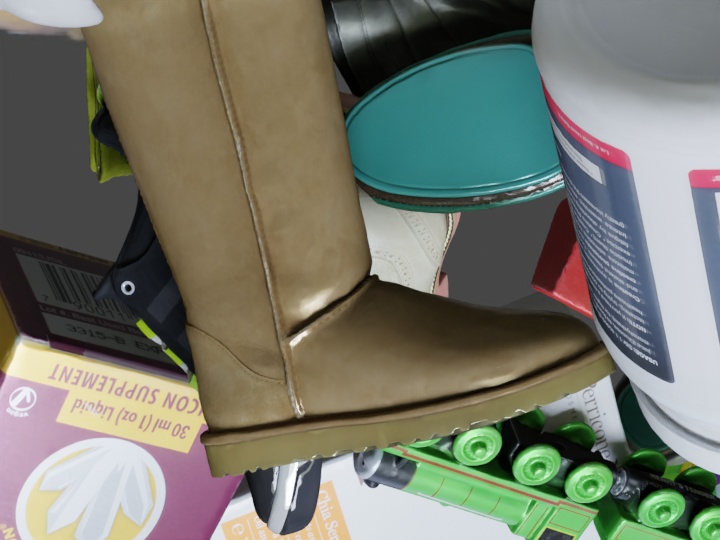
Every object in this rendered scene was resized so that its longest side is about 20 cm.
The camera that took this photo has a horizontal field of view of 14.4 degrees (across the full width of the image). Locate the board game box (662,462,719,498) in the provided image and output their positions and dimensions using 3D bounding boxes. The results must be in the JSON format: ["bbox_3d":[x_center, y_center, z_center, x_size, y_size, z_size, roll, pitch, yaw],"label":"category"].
[{"bbox_3d":[0.183,0.164,1.458,0.105,0.103,0.200,19,127,-33],"label":"board game box"}]

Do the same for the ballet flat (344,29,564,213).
[{"bbox_3d":[0.090,-0.068,1.126,0.199,0.068,0.070,-20,170,15],"label":"ballet flat"}]

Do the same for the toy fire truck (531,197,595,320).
[{"bbox_3d":[0.156,-0.067,1.201,0.049,0.141,0.201,27,85,-19],"label":"toy fire truck"}]

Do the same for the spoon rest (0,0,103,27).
[{"bbox_3d":[-0.153,-0.164,1.016,0.061,0.099,0.200,-40,123,2],"label":"spoon rest"}]

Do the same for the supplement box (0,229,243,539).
[{"bbox_3d":[-0.144,0.099,1.246,0.130,0.103,0.201,15,114,-30],"label":"supplement box"}]

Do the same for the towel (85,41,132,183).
[{"bbox_3d":[-0.067,-0.113,1.143,0.086,0.018,0.201,-6,138,-10],"label":"towel"}]

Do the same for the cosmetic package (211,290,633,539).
[{"bbox_3d":[0.022,0.098,1.322,0.199,0.071,0.102,-22,121,-7],"label":"cosmetic package"}]

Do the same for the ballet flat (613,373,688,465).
[{"bbox_3d":[0.203,0.023,1.356,0.200,0.068,0.064,-40,161,25],"label":"ballet flat"}]

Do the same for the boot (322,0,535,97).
[{"bbox_3d":[0.040,-0.118,1.134,0.130,0.068,0.200,-19,143,4],"label":"boot"}]

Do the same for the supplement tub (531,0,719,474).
[{"bbox_3d":[0.143,-0.034,1.016,0.140,0.141,0.201,-17,135,0],"label":"supplement tub"}]

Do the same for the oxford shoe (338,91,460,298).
[{"bbox_3d":[0.000,0.000,1.215,0.070,0.074,0.200,16,150,18],"label":"oxford shoe"}]

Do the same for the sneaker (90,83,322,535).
[{"bbox_3d":[-0.067,0.012,1.165,0.082,0.201,0.072,-11,-177,-3],"label":"sneaker"}]

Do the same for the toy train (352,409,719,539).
[{"bbox_3d":[0.082,0.095,1.276,0.199,0.042,0.057,20,119,-27],"label":"toy train"}]

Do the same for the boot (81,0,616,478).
[{"bbox_3d":[-0.008,-0.032,1.083,0.174,0.201,0.066,-12,-176,12],"label":"boot"}]
